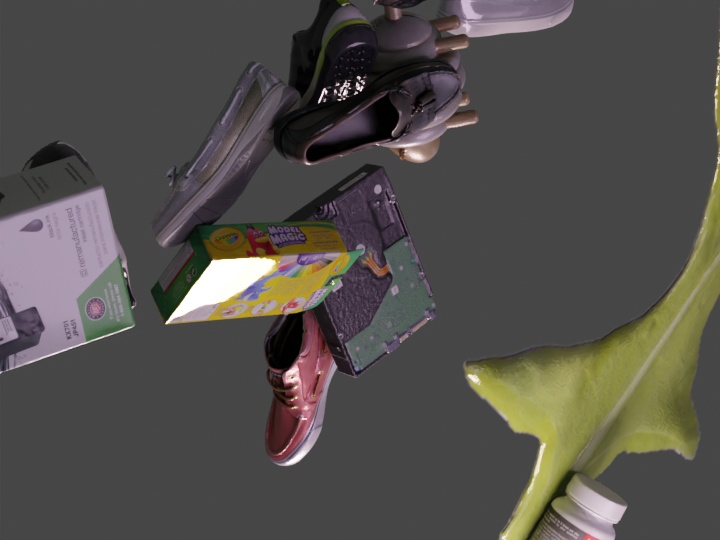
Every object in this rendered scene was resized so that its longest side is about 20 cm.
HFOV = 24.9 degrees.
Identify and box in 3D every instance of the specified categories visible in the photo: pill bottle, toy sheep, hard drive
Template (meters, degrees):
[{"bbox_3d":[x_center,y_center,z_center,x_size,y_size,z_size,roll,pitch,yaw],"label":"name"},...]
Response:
[{"bbox_3d":[0.330,0.430,2.570,0.114,0.114,0.200,20,102,-55],"label":"pill bottle"},{"bbox_3d":[0.048,-0.202,1.690,0.138,0.138,0.200,-30,125,-32],"label":"toy sheep"},{"bbox_3d":[0.000,0.000,1.818,0.140,0.038,0.200,-37,118,-26],"label":"hard drive"}]

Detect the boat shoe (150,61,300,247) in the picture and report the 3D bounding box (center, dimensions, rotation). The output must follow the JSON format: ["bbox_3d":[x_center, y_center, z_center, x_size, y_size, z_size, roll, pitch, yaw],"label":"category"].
[{"bbox_3d":[-0.142,-0.111,1.601,0.202,0.065,0.074,-52,165,5],"label":"boat shoe"}]

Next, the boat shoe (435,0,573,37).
[{"bbox_3d":[0.165,-0.309,1.803,0.200,0.072,0.069,-12,128,-34],"label":"boat shoe"}]

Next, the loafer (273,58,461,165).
[{"bbox_3d":[0.016,-0.146,1.590,0.200,0.063,0.072,-23,120,-14],"label":"loafer"}]

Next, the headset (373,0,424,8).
[{"bbox_3d":[0.037,-0.310,1.573,0.200,0.094,0.124,-46,114,-44],"label":"headset"}]

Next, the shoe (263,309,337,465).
[{"bbox_3d":[-0.081,0.128,1.861,0.091,0.071,0.200,12,103,-52],"label":"shoe"}]

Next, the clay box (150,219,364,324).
[{"bbox_3d":[-0.104,0.000,1.685,0.200,0.048,0.115,-5,147,-41],"label":"clay box"}]

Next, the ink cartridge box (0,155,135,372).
[{"bbox_3d":[-0.311,0.005,1.400,0.200,0.083,0.147,-20,121,-19],"label":"ink cartridge box"}]

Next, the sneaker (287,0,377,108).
[{"bbox_3d":[-0.038,-0.203,1.634,0.072,0.083,0.200,-9,151,-32],"label":"sneaker"}]

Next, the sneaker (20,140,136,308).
[{"bbox_3d":[-0.253,-0.035,1.505,0.074,0.080,0.200,-38,141,-21],"label":"sneaker"}]
